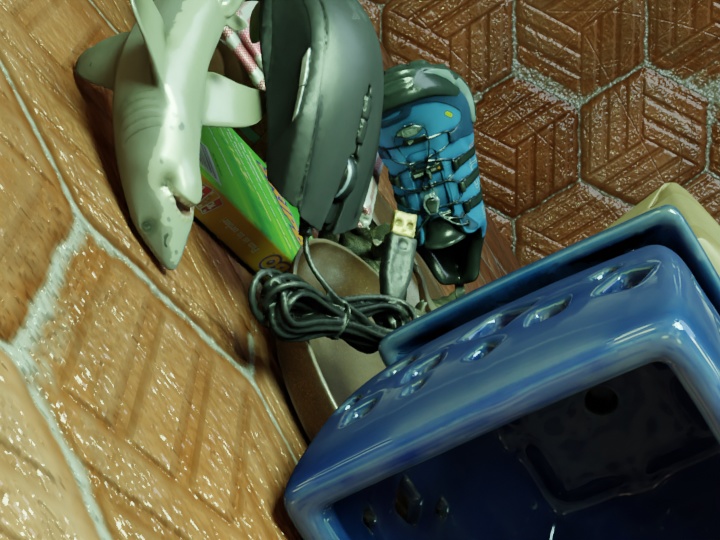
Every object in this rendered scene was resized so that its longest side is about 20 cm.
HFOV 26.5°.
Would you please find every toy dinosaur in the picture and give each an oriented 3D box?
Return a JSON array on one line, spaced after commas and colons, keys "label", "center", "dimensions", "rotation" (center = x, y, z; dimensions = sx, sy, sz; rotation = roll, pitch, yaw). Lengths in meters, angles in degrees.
[{"label": "toy dinosaur", "center": [0.088, 0.044, 1.194], "dimensions": [0.088, 0.047, 0.200], "rotation": [48, 8, 17]}, {"label": "toy dinosaur", "center": [0.000, 0.000, 1.043], "dimensions": [0.200, 0.076, 0.103], "rotation": [54, -15, 51]}]

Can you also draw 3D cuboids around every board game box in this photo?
[{"label": "board game box", "center": [-0.072, -0.047, 0.877], "dimensions": [0.200, 0.030, 0.096], "rotation": [42, 20, -53]}]

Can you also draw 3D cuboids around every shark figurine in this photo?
[{"label": "shark figurine", "center": [-0.093, -0.111, 0.760], "dimensions": [0.129, 0.089, 0.215], "rotation": [66, 32, -29]}]

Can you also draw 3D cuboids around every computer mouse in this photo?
[{"label": "computer mouse", "center": [0.001, -0.056, 0.782], "dimensions": [0.140, 0.046, 0.203], "rotation": [23, 64, -55]}]

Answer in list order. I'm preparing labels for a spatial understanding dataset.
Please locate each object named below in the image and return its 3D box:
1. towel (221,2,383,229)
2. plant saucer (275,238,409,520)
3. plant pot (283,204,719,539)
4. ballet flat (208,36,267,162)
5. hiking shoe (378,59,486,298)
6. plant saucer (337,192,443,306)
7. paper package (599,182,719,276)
[{"label": "towel", "center": [-0.040, -0.131, 0.979], "dimensions": [0.201, 0.030, 0.147], "rotation": [56, 16, -16]}, {"label": "plant saucer", "center": [0.013, 0.077, 0.841], "dimensions": [0.201, 0.034, 0.201], "rotation": [50, 18, -23]}, {"label": "plant pot", "center": [0.108, 0.096, 0.711], "dimensions": [0.201, 0.198, 0.180], "rotation": [57, 24, -16]}, {"label": "ballet flat", "center": [-0.087, -0.145, 1.054], "dimensions": [0.072, 0.068, 0.201], "rotation": [32, 25, -28]}, {"label": "hiking shoe", "center": [0.052, -0.062, 1.007], "dimensions": [0.200, 0.074, 0.088], "rotation": [57, 17, -60]}, {"label": "plant saucer", "center": [0.027, -0.004, 1.263], "dimensions": [0.201, 0.036, 0.201], "rotation": [56, 10, -14]}, {"label": "paper package", "center": [0.171, 0.088, 0.864], "dimensions": [0.200, 0.190, 0.104], "rotation": [48, 16, -13]}]
